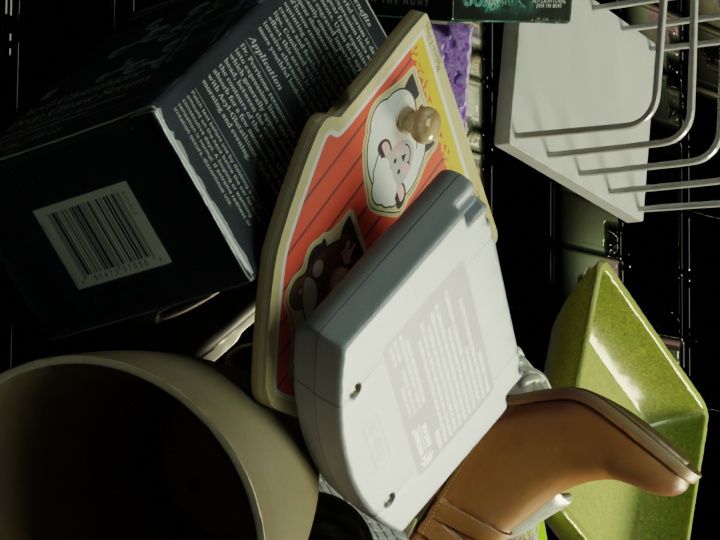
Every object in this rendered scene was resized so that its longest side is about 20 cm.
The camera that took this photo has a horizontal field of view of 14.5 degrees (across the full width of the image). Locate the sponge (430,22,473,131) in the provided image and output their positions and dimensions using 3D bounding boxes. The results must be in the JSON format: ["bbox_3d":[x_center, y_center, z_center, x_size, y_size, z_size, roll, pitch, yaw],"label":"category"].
[{"bbox_3d":[0.036,-0.072,1.657,0.200,0.030,0.112,136,-43,-81],"label":"sponge"}]

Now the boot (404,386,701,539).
[{"bbox_3d":[0.091,0.135,1.711,0.155,0.200,0.074,-65,163,0],"label":"boot"}]

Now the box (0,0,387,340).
[{"bbox_3d":[-0.088,-0.071,1.495,0.107,0.148,0.200,61,39,-17],"label":"box"}]

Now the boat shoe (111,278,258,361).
[{"bbox_3d":[-0.056,-0.019,1.567,0.200,0.067,0.057,-43,129,-12],"label":"boat shoe"}]

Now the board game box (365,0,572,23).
[{"bbox_3d":[0.002,-0.160,1.611,0.135,0.200,0.028,-7,102,-57],"label":"board game box"}]

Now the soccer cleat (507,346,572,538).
[{"bbox_3d":[0.087,0.071,1.796,0.070,0.086,0.200,16,57,-55],"label":"soccer cleat"}]

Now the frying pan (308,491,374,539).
[{"bbox_3d":[-0.053,0.207,1.538,0.031,0.115,0.190,47,60,-48],"label":"frying pan"}]

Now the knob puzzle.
[{"bbox_3d":[0.009,-0.004,1.461,0.220,0.030,0.220,-33,131,-48],"label":"knob puzzle"}]

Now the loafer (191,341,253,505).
[{"bbox_3d":[-0.035,0.067,1.645,0.200,0.076,0.068,-43,128,-51],"label":"loafer"}]

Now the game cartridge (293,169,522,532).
[{"bbox_3d":[0.024,0.050,1.467,0.133,0.040,0.200,-51,153,-21],"label":"game cartridge"}]

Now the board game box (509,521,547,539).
[{"bbox_3d":[0.083,0.259,1.837,0.134,0.045,0.200,-26,108,-55],"label":"board game box"}]

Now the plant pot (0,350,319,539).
[{"bbox_3d":[-0.100,0.117,1.470,0.200,0.187,0.188,-26,109,-68],"label":"plant pot"}]

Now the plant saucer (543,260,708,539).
[{"bbox_3d":[0.172,0.129,1.975,0.200,0.048,0.200,51,41,-43],"label":"plant saucer"}]

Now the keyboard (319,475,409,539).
[{"bbox_3d":[0.006,0.148,1.624,0.056,0.200,0.011,17,111,-31],"label":"keyboard"}]

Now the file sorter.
[{"bbox_3d":[0.200,-0.131,1.986,0.200,0.124,0.139,25,66,-53],"label":"file sorter"}]
